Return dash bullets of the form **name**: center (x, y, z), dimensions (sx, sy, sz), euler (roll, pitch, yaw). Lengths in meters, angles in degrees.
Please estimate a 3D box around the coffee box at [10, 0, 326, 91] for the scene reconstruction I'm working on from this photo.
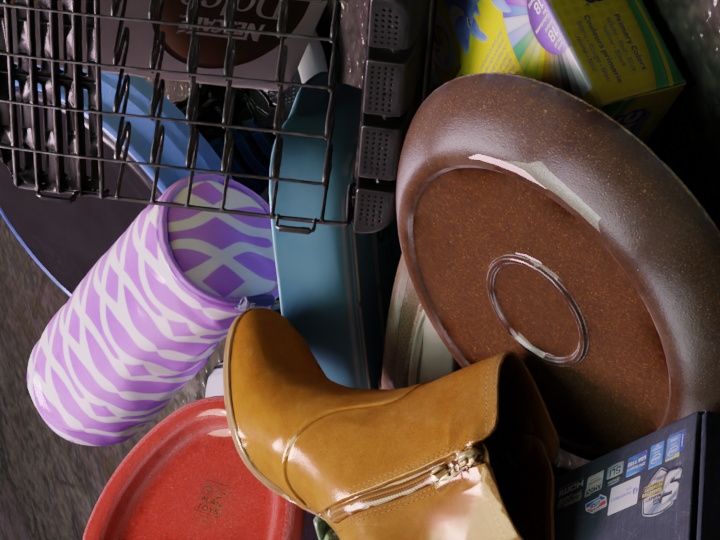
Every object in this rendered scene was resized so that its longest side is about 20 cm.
- **coffee box**: center (-0.117, -0.224, 1.129), dimensions (0.198, 0.199, 0.200), euler (-63, 38, 31)

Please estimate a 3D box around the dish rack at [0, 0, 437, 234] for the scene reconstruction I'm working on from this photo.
- **dish rack**: center (-0.069, -0.088, 1.080), dimensions (0.055, 0.199, 0.154), euler (-82, -2, -48)

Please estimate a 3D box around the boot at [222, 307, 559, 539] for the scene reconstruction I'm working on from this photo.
- **boot**: center (0.017, 0.070, 1.081), dimensions (0.144, 0.071, 0.202), euler (-39, 51, 31)

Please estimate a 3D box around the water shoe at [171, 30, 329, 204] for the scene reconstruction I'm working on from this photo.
- **water shoe**: center (-0.074, -0.077, 1.352), dimensions (0.072, 0.079, 0.200), euler (64, 154, 24)

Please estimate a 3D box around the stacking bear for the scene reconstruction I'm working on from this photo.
- **stacking bear**: center (-0.034, 0.150, 1.287), dimensions (0.121, 0.200, 0.114), euler (15, 75, 34)

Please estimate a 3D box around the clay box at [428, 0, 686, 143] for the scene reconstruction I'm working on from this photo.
- **clay box**: center (0.073, -0.106, 1.052), dimensions (0.200, 0.047, 0.115), euler (65, 155, 19)

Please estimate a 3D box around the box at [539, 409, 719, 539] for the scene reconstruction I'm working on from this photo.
- **box**: center (0.090, 0.164, 1.011), dimensions (0.200, 0.051, 0.158), euler (-32, 41, 48)

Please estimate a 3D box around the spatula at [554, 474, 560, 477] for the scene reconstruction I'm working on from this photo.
- **spatula**: center (0.118, 0.112, 1.105), dimensions (0.200, 0.020, 0.057), euler (-172, 74, -66)

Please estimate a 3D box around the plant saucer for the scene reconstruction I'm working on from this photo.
- **plant saucer**: center (0.083, 0.010, 1.026), dimensions (0.200, 0.032, 0.200), euler (36, 147, 28)

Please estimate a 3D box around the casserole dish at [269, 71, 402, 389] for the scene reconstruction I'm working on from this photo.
- **casserole dish**: center (0.000, 0.000, 1.214), dimensions (0.039, 0.121, 0.201), euler (2, 110, 23)

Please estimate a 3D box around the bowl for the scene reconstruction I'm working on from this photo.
- **bowl**: center (-0.142, -0.039, 1.374), dimensions (0.200, 0.039, 0.201), euler (32, 147, 24)

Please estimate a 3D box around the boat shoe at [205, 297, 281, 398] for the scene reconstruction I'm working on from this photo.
- **boat shoe**: center (-0.047, 0.045, 1.323), dimensions (0.200, 0.072, 0.071), euler (173, 110, -81)

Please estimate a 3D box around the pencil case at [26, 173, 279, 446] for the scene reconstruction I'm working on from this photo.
- **pencil case**: center (-0.107, 0.023, 1.292), dimensions (0.200, 0.085, 0.084), euler (-41, 66, 49)

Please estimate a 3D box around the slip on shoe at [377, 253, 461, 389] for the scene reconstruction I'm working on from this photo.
- **slip on shoe**: center (0.038, 0.068, 1.185), dimensions (0.061, 0.076, 0.200), euler (33, 129, 41)

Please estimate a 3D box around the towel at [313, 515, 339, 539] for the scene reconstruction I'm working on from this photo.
- **towel**: center (0.019, 0.189, 1.251), dimensions (0.153, 0.023, 0.201), euler (-49, -48, -65)
